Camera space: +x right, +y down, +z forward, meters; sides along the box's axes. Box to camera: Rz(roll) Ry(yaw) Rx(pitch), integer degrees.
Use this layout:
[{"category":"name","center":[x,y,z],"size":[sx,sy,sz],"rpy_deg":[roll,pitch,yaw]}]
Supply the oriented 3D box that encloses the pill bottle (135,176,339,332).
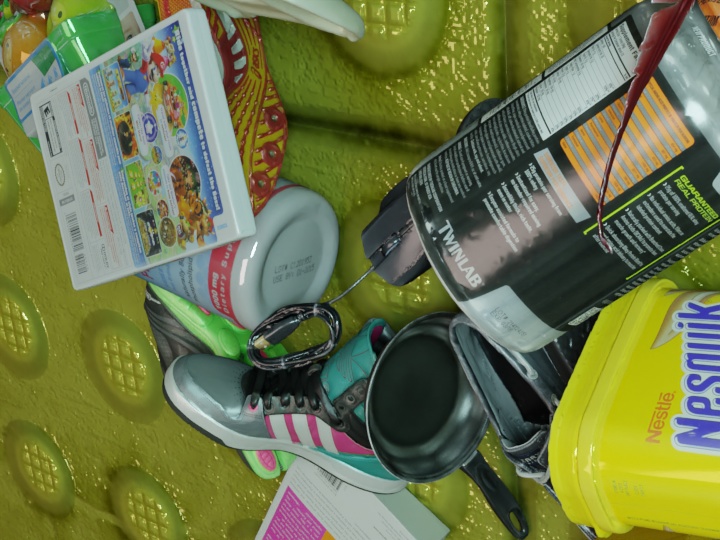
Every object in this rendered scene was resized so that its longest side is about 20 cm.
[{"category":"pill bottle","center":[-0.121,-0.036,0.962],"size":[0.198,0.108,0.110],"rpy_deg":[22,125,30]}]

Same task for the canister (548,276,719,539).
[{"category":"canister","center":[0.218,0.076,0.693],"size":[0.198,0.149,0.087],"rpy_deg":[2,136,36]}]

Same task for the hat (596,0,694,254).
[{"category":"hat","center":[0.153,-0.154,0.629],"size":[0.166,0.198,0.178],"rpy_deg":[-128,19,-57]}]

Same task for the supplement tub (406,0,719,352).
[{"category":"supplement tub","center":[0.132,-0.056,0.688],"size":[0.199,0.122,0.123],"rpy_deg":[-34,88,21]}]

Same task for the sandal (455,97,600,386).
[{"category":"sandal","center":[0.107,-0.007,0.809],"size":[0.202,0.075,0.048],"rpy_deg":[63,161,-5]}]

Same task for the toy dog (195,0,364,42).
[{"category":"toy dog","center":[-0.061,-0.259,0.756],"size":[0.139,0.193,0.202],"rpy_deg":[17,89,49]}]

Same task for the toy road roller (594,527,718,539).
[{"category":"toy road roller","center":[0.216,0.215,0.749],"size":[0.123,0.147,0.199],"rpy_deg":[41,142,-14]}]

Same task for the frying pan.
[{"category":"frying pan","center":[0.070,0.099,0.900],"size":[0.189,0.116,0.031],"rpy_deg":[32,169,-38]}]

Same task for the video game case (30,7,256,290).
[{"category":"video game case","center":[-0.150,-0.073,0.876],"size":[0.199,0.018,0.145],"rpy_deg":[-14,88,47]}]

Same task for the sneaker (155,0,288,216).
[{"category":"sneaker","center":[-0.099,-0.118,0.902],"size":[0.077,0.072,0.202],"rpy_deg":[-32,57,44]}]

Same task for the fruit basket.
[{"category":"fruit basket","center":[-0.239,-0.196,0.995],"size":[0.184,0.093,0.202],"rpy_deg":[-28,92,45]}]

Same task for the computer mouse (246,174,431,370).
[{"category":"computer mouse","center":[0.000,0.000,0.862],"size":[0.200,0.034,0.059],"rpy_deg":[-41,76,13]}]

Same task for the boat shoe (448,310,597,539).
[{"category":"boat shoe","center":[0.121,0.106,0.850],"size":[0.071,0.068,0.202],"rpy_deg":[-25,95,45]}]

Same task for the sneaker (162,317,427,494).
[{"category":"sneaker","center":[-0.030,0.079,0.923],"size":[0.198,0.084,0.121],"rpy_deg":[20,128,-15]}]

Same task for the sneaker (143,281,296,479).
[{"category":"sneaker","center":[-0.108,0.076,1.039],"size":[0.201,0.076,0.084],"rpy_deg":[59,143,19]}]

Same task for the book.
[{"category":"book","center":[-0.022,0.229,1.058],"size":[0.133,0.048,0.201],"rpy_deg":[43,132,20]}]
